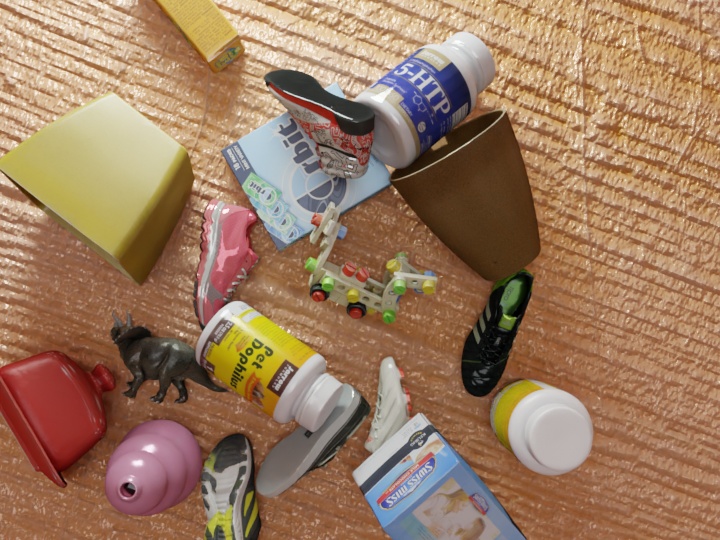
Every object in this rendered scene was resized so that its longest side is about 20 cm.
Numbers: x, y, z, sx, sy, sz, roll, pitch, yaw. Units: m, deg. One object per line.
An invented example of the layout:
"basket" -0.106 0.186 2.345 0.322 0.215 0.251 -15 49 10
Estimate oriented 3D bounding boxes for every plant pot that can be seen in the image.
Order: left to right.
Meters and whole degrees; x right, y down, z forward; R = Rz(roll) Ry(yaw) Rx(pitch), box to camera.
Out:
"plant pot" -0.342 -0.122 1.063 0.200 0.200 0.177 37 76 1
"plant pot" 0.167 -0.093 1.082 0.186 0.186 0.201 -32 104 -2

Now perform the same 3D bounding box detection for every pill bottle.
"pill bottle" -0.125 0.137 1.070 0.199 0.109 0.110 32 88 14
"pill bottle" 0.094 -0.248 1.087 0.200 0.120 0.120 -42 89 -20
"pill bottle" 0.246 0.211 1.037 0.108 0.200 0.110 0 88 0

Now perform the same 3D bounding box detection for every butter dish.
"butter dish" -0.413 0.184 1.065 0.147 0.199 0.201 -31 90 -25

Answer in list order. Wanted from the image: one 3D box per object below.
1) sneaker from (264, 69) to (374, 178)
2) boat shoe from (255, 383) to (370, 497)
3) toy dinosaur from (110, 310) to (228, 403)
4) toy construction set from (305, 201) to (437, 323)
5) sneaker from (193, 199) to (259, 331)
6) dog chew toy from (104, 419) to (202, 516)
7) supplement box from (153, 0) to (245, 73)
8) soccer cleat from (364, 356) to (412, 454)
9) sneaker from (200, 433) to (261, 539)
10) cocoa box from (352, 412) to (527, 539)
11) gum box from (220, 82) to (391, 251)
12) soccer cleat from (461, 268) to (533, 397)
"sneaker" -0.064 -0.202 1.076 0.201 0.108 0.067 33 47 30
"boat shoe" -0.064 0.256 1.102 0.200 0.071 0.064 -45 126 -4
"toy dinosaur" -0.286 0.135 1.104 0.199 0.077 0.103 17 95 3
"toy construction set" 0.000 0.000 1.088 0.199 0.092 0.131 36 130 -6
"sneaker" -0.192 -0.001 1.111 0.086 0.074 0.202 6 88 -2
"dog chew toy" -0.287 0.273 1.036 0.124 0.200 0.126 0 87 0
"supplement box" -0.258 -0.392 1.128 0.069 0.067 0.200 -42 88 -2
"soccer cleat" 0.040 0.228 1.110 0.077 0.069 0.202 -8 91 2
"sneaker" -0.183 0.340 1.104 0.074 0.085 0.201 -5 66 19
"cocoa box" 0.110 0.324 1.038 0.133 0.131 0.200 -40 116 -2
"gum box" -0.077 -0.152 1.132 0.199 0.045 0.171 -31 89 -3
"soccer cleat" 0.198 0.088 1.108 0.067 0.081 0.201 21 88 0
